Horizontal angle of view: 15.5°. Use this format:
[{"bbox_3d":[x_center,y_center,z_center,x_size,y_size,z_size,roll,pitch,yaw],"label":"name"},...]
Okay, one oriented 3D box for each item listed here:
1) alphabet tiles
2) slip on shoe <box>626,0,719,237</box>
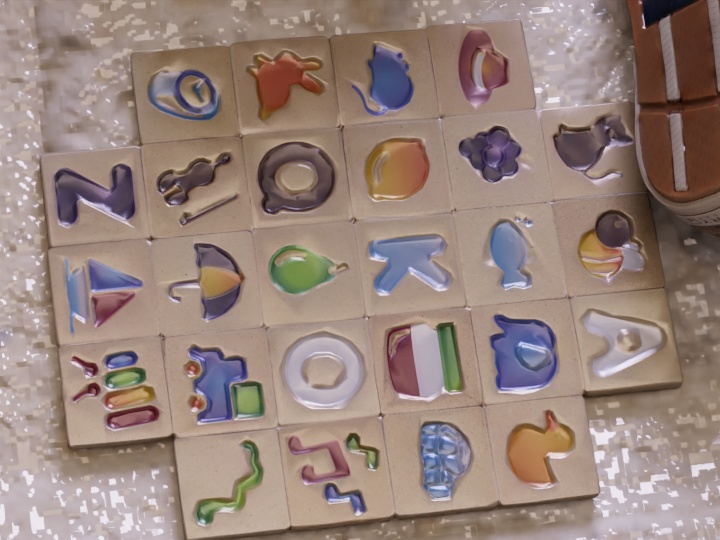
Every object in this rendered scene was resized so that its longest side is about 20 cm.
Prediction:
[{"bbox_3d":[0.000,0.000,0.854,0.199,0.006,0.167,-6,70,-8],"label":"alphabet tiles"},{"bbox_3d":[0.129,-0.100,0.880,0.060,0.076,0.201,25,52,-39],"label":"slip on shoe"}]
